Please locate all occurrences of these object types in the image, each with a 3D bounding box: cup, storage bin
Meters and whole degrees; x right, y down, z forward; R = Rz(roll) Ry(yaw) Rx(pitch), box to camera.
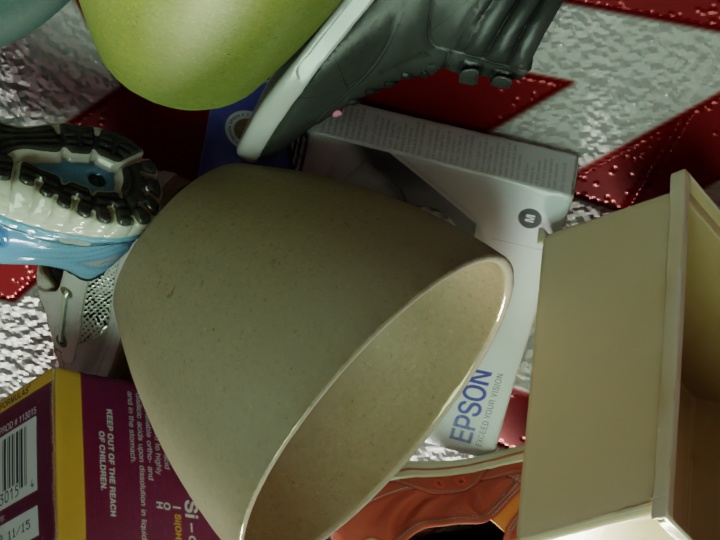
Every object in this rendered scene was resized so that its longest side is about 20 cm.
[{"bbox_3d":[-0.041,0.029,1.264,0.143,0.200,0.201,39,132,18],"label":"cup"},{"bbox_3d":[0.169,0.095,1.273,0.093,0.201,0.198,-18,137,31],"label":"storage bin"}]

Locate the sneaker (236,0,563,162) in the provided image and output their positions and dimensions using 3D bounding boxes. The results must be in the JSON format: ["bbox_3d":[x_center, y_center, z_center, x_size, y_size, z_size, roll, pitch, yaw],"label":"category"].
[{"bbox_3d":[0.025,-0.105,1.242,0.099,0.071,0.200,37,116,-13],"label":"sneaker"}]

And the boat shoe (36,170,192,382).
[{"bbox_3d":[-0.145,0.010,1.389,0.069,0.071,0.201,28,132,8],"label":"boat shoe"}]

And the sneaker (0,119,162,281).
[{"bbox_3d":[-0.206,-0.036,1.271,0.199,0.079,0.090,18,137,-13],"label":"sneaker"}]

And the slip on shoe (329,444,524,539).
[{"bbox_3d":[0.072,0.139,1.398,0.199,0.061,0.074,-4,142,-31],"label":"slip on shoe"}]

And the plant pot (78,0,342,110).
[{"bbox_3d":[-0.068,-0.173,1.168,0.186,0.188,0.200,18,143,-3],"label":"plant pot"}]

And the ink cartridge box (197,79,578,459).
[{"bbox_3d":[0.000,0.000,1.361,0.198,0.041,0.201,14,129,1],"label":"ink cartridge box"}]

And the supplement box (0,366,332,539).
[{"bbox_3d":[-0.118,0.135,1.391,0.199,0.104,0.131,13,151,-35],"label":"supplement box"}]

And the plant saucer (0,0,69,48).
[{"bbox_3d":[-0.199,-0.186,1.192,0.200,0.039,0.202,-10,119,-19],"label":"plant saucer"}]
